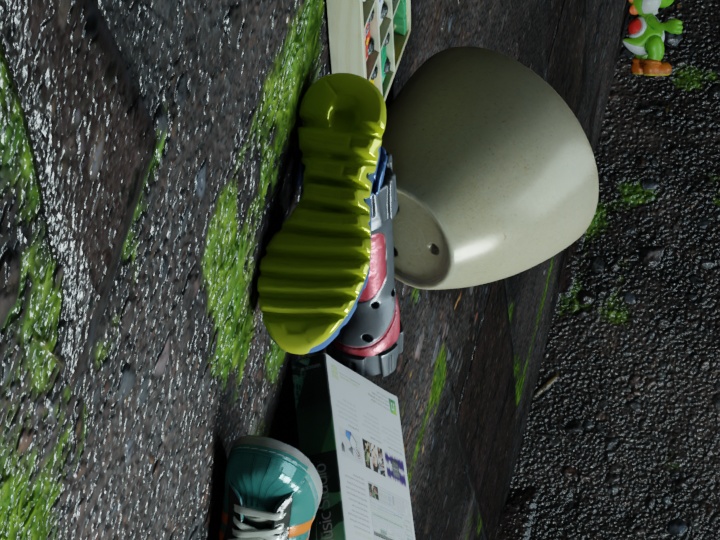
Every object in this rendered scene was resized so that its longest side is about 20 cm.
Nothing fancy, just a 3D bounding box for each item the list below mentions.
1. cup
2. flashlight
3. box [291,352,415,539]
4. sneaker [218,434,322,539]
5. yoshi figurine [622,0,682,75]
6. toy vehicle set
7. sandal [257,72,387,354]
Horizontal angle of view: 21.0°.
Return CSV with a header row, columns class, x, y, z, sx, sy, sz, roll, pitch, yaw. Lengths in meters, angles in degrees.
class,x,y,z,sx,sy,sz,roll,pitch,yaw
cup,0.078,-0.064,1.620,0.143,0.199,0.201,-42,148,-36
flashlight,0.000,0.000,1.574,0.201,0.067,0.068,86,-6,-45
box,-0.001,0.180,1.544,0.144,0.036,0.201,36,42,-59
sneaker,-0.070,0.200,1.407,0.201,0.071,0.080,91,12,-51
yoshi figurine,0.561,-0.474,3.674,0.112,0.112,0.202,-32,120,-65
toy vehicle set,0.007,-0.204,1.461,0.201,0.026,0.125,86,20,-56
sandal,-0.020,-0.035,1.395,0.087,0.079,0.201,65,40,-77
